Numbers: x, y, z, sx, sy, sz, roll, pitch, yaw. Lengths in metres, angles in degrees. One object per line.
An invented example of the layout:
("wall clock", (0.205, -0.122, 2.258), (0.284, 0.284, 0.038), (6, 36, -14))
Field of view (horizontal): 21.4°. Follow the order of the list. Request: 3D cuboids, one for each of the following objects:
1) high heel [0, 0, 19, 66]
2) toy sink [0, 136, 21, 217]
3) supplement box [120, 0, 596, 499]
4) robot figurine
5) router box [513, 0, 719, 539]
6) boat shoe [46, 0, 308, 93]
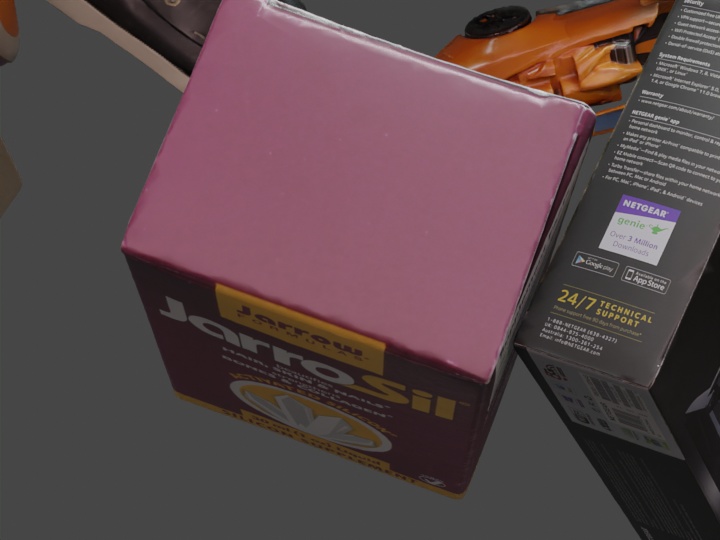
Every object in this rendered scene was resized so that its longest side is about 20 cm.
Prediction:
("high heel", (-0.190, -0.122, 0.756), (0.095, 0.068, 0.200), (-11, 33, -10))
("toy sink", (-0.249, -0.069, 0.753), (0.199, 0.130, 0.112), (31, 75, 10))
("supplement box", (0.000, 0.000, 0.695), (0.130, 0.200, 0.104), (20, 73, 7))
("robot figurine", (0.113, -0.119, 0.778), (0.199, 0.058, 0.146), (-15, 116, 3))
("router box", (0.134, 0.006, 0.692), (0.052, 0.200, 0.158), (18, 71, 29))
("boat shoe", (-0.056, -0.108, 0.787), (0.199, 0.072, 0.068), (35, 112, 11))
